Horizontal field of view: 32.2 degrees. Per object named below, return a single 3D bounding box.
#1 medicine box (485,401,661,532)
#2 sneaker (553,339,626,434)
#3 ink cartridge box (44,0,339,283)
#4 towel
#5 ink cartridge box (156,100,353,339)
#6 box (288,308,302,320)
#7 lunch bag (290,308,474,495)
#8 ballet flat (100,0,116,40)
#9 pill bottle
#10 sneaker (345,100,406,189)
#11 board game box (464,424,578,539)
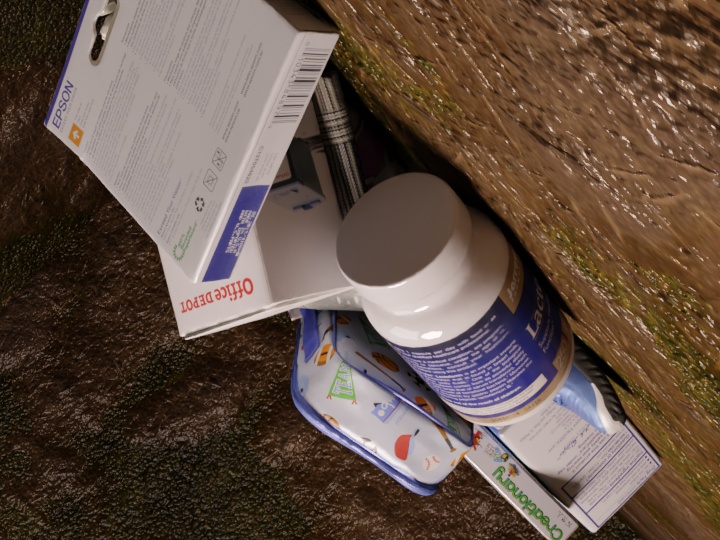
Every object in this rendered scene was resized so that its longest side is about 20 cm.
[{"bbox_3d":[0.174,0.135,1.248,0.200,0.103,0.182,47,177,-36],"label":"medicine box"},{"bbox_3d":[0.143,0.076,1.066,0.200,0.077,0.076,42,175,29],"label":"sneaker"},{"bbox_3d":[-0.123,-0.128,0.854,0.041,0.200,0.200,-8,-136,-49],"label":"ink cartridge box"},{"bbox_3d":[-0.061,-0.061,0.997,0.200,0.034,0.193,6,115,53],"label":"towel"},{"bbox_3d":[-0.095,-0.063,0.937,0.146,0.086,0.201,-18,86,53],"label":"ink cartridge box"},{"bbox_3d":[0.000,0.000,1.241,0.200,0.160,0.049,-177,71,-86],"label":"box"},{"bbox_3d":[0.013,0.089,1.033,0.160,0.076,0.200,33,-165,-12],"label":"lunch bag"},{"bbox_3d":[-0.228,-0.261,1.231,0.068,0.068,0.200,33,-155,-57],"label":"ballet flat"},{"bbox_3d":[0.070,0.023,0.907,0.116,0.116,0.200,43,177,44],"label":"pill bottle"},{"bbox_3d":[-0.030,-0.097,1.077,0.114,0.073,0.200,42,176,-31],"label":"sneaker"},{"bbox_3d":[0.117,0.173,1.206,0.200,0.035,0.126,45,178,-8],"label":"board game box"}]
